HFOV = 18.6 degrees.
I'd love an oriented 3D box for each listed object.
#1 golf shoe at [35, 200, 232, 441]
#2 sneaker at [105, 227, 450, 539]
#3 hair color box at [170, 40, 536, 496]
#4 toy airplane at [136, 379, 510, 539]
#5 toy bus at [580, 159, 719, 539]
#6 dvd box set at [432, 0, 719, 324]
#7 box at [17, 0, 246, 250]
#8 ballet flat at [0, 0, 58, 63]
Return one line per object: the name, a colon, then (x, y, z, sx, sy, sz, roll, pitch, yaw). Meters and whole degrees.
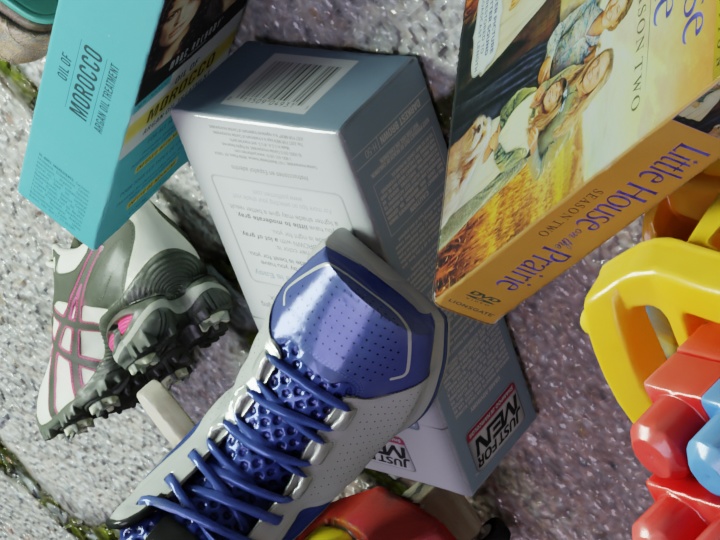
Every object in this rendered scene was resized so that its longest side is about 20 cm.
golf shoe: (-0.129, 0.025, 1.151, 0.088, 0.077, 0.200, 61, 146, 12)
sneaker: (-0.042, 0.086, 0.937, 0.080, 0.115, 0.200, 37, 130, 4)
hair color box: (0.000, 0.000, 0.981, 0.099, 0.061, 0.201, 10, 133, 39)
toy airplane: (-0.033, 0.162, 1.115, 0.199, 0.141, 0.200, 27, 143, 24)
toy bus: (0.143, 0.017, 0.712, 0.136, 0.192, 0.200, 57, 161, -26)
dvd box set: (0.086, -0.083, 0.733, 0.029, 0.147, 0.200, 17, 153, -19)
box: (-0.094, -0.098, 0.957, 0.049, 0.082, 0.200, 37, 146, 8)
ballet flat: (-0.212, -0.169, 1.023, 0.200, 0.068, 0.067, 47, 154, 0)
